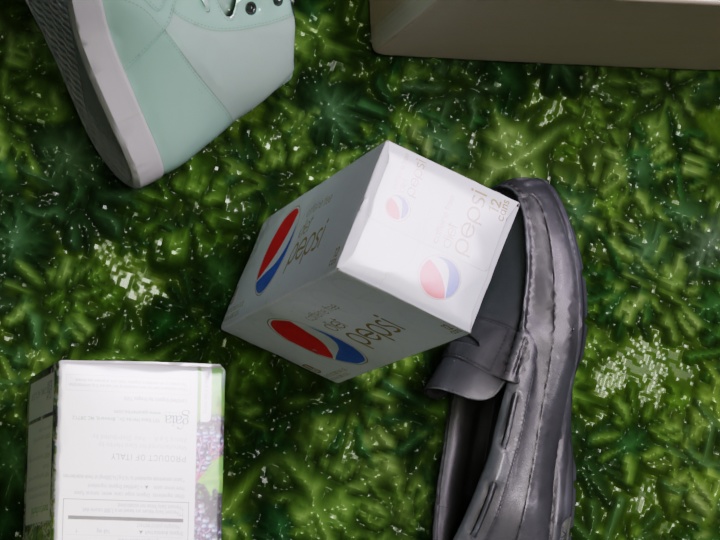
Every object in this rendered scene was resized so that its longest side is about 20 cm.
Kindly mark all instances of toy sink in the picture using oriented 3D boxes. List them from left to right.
[{"bbox_3d":[0.116,-0.171,1.274,0.200,0.130,0.112,1,81,-16],"label":"toy sink"}]

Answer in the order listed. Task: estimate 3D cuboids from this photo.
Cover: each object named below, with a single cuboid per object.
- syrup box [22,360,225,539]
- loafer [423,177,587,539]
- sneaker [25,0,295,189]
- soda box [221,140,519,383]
[{"bbox_3d":[-0.111,0.144,1.184,0.081,0.079,0.201,3,81,-17],"label":"syrup box"},{"bbox_3d":[0.067,0.053,1.257,0.070,0.068,0.201,5,84,-25],"label":"loafer"},{"bbox_3d":[-0.096,-0.147,1.202,0.118,0.074,0.201,-33,131,-18],"label":"sneaker"},{"bbox_3d":[0.000,0.000,1.175,0.068,0.200,0.064,25,74,-12],"label":"soda box"}]
